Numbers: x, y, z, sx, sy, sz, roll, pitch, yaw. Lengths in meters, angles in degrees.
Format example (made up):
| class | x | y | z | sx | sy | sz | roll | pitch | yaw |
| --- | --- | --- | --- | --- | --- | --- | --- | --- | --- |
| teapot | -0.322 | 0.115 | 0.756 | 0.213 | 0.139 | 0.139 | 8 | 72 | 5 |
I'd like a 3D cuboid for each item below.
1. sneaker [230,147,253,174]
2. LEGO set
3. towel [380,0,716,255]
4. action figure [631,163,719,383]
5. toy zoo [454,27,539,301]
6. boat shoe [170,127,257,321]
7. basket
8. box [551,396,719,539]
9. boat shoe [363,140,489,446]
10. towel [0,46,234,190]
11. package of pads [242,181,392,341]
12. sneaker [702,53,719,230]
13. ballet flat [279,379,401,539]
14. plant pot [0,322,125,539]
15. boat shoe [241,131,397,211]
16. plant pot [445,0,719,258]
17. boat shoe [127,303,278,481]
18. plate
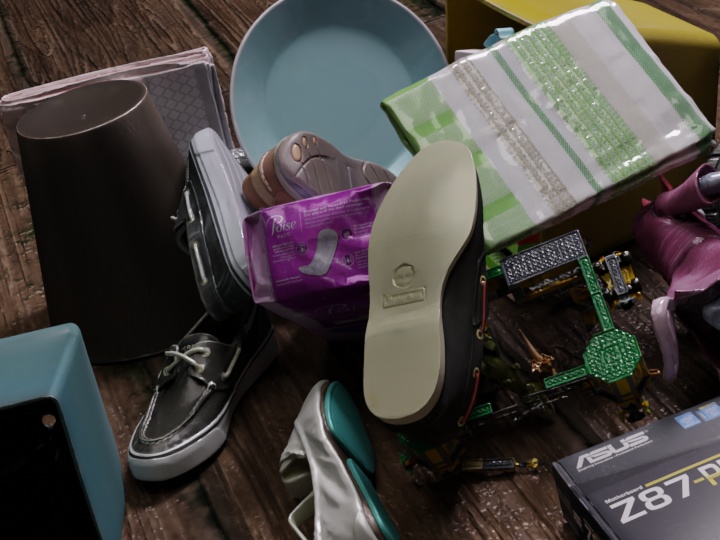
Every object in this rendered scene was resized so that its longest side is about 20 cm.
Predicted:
| class | x | y | z | sx | sy | sz | roll | pitch | yaw |
| --- | --- | --- | --- | --- | --- | --- | --- | --- | --- |
| sneaker | -0.034 | -0.038 | 1.322 | 0.198 | 0.075 | 0.116 | 5 | 55 | -22 |
| LEGO set | 0.110 | 0.068 | 1.050 | 0.199 | 0.116 | 0.155 | -28 | 56 | 5 |
| towel | 0.133 | -0.103 | 1.089 | 0.199 | 0.031 | 0.150 | -26 | 64 | -15 |
| action figure | 0.232 | 0.004 | 1.059 | 0.148 | 0.135 | 0.200 | -20 | 37 | -8 |
| toy zoo | 0.107 | -0.093 | 1.218 | 0.020 | 0.202 | 0.131 | -7 | 24 | -20 |
| boat shoe | -0.118 | -0.040 | 1.208 | 0.071 | 0.072 | 0.201 | -34 | 37 | 11 |
| basket | -0.205 | -0.045 | 1.284 | 0.179 | 0.201 | 0.136 | -13 | 27 | 5 |
| box | 0.234 | 0.133 | 0.895 | 0.198 | 0.049 | 0.161 | -19 | 25 | -8 |
| boat shoe | 0.046 | 0.013 | 0.996 | 0.073 | 0.063 | 0.203 | -6 | 63 | 29 |
| towel | -0.201 | -0.082 | 1.355 | 0.189 | 0.201 | 0.032 | -14 | 29 | -1 |
| package of pads | 0.000 | 0.000 | 1.132 | 0.119 | 0.076 | 0.200 | -12 | -14 | 12 |
| sneaker | 0.317 | -0.094 | 1.217 | 0.075 | 0.091 | 0.202 | 6 | 68 | 20 |
| ballet flat | -0.022 | 0.139 | 1.007 | 0.069 | 0.070 | 0.200 | -16 | 28 | -3 |
| plant pot | -0.243 | 0.123 | 1.066 | 0.140 | 0.142 | 0.200 | -13 | 20 | 3 |
| boat shoe | -0.016 | -0.048 | 1.237 | 0.071 | 0.199 | 0.076 | -25 | 51 | 31 |
| plant pot | 0.189 | -0.134 | 1.282 | 0.175 | 0.202 | 0.200 | -9 | 25 | -17 |
| boat shoe | -0.125 | 0.080 | 1.158 | 0.070 | 0.064 | 0.200 | -3 | 30 | 23 |
| plate | -0.016 | -0.142 | 1.301 | 0.199 | 0.202 | 0.026 | -23 | 0 | -16 |
